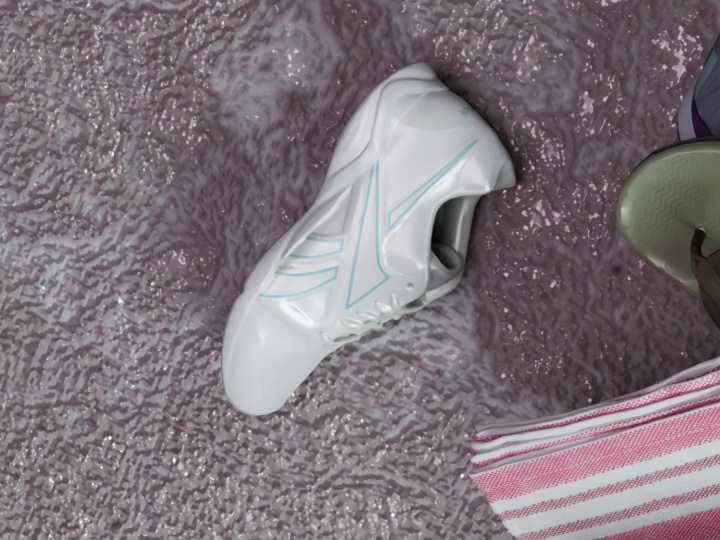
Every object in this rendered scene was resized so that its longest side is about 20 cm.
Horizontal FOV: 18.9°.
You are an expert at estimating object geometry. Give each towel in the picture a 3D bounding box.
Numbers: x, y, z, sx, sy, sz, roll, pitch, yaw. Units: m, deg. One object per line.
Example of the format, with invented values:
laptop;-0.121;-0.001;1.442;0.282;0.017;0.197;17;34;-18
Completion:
towel;0.155;0.124;0.956;0.146;0.030;0.200;-19;123;35

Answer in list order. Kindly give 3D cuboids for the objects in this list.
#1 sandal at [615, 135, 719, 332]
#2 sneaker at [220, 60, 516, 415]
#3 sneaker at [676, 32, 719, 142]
sandal;0.185;0.013;0.893;0.201;0.057;0.080;39;127;28
sneaker;0.000;0.000;1.057;0.080;0.070;0.201;39;111;15
sneaker;0.222;-0.040;0.915;0.200;0.074;0.088;35;147;20
